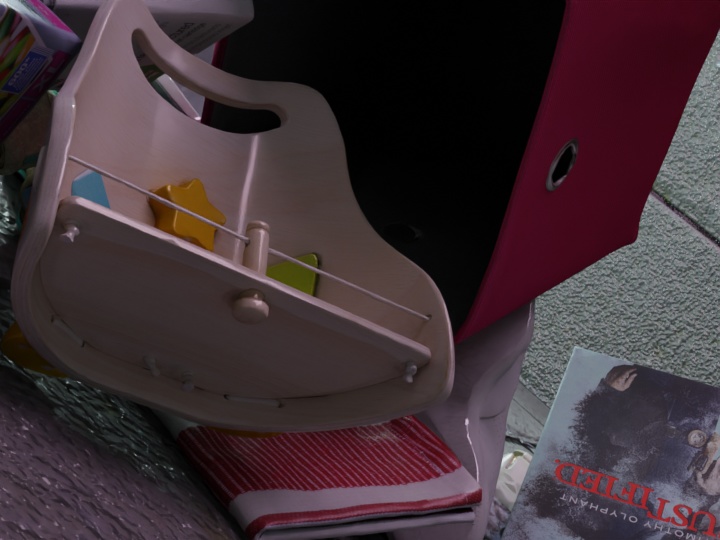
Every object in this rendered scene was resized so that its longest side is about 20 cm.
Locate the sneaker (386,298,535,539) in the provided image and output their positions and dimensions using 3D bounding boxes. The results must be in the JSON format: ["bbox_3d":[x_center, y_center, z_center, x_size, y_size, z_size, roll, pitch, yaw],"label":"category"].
[{"bbox_3d":[0.056,0.082,0.762,0.075,0.201,0.089,7,-28,18],"label":"sneaker"}]

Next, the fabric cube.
[{"bbox_3d":[0.058,-0.111,0.727,0.200,0.197,0.199,33,34,27],"label":"fabric cube"}]

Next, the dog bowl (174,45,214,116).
[{"bbox_3d":[-0.074,-0.139,0.941,0.200,0.200,0.079,44,-16,47],"label":"dog bowl"}]

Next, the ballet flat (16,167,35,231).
[{"bbox_3d":[-0.175,-0.062,0.824,0.068,0.072,0.200,45,1,-19],"label":"ballet flat"}]

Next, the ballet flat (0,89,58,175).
[{"bbox_3d":[-0.255,-0.117,0.761,0.199,0.068,0.062,29,40,17],"label":"ballet flat"}]

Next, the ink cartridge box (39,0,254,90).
[{"bbox_3d":[-0.177,-0.146,0.662,0.199,0.085,0.146,-5,-6,-36],"label":"ink cartridge box"}]

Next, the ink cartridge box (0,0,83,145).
[{"bbox_3d":[-0.173,-0.060,0.491,0.042,0.119,0.200,41,3,0],"label":"ink cartridge box"}]

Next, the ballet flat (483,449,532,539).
[{"bbox_3d":[0.099,0.159,0.951,0.072,0.072,0.200,40,4,10],"label":"ballet flat"}]

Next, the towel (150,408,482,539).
[{"bbox_3d":[-0.044,0.062,0.672,0.144,0.023,0.200,3,29,-40],"label":"towel"}]

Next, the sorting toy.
[{"bbox_3d":[-0.066,-0.035,0.591,0.199,0.107,0.181,25,50,-33],"label":"sorting toy"}]

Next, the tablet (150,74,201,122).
[{"bbox_3d":[-0.129,-0.063,0.849,0.130,0.014,0.200,52,-25,29],"label":"tablet"}]

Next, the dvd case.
[{"bbox_3d":[0.171,0.141,0.808,0.145,0.200,0.022,16,-40,16],"label":"dvd case"}]
